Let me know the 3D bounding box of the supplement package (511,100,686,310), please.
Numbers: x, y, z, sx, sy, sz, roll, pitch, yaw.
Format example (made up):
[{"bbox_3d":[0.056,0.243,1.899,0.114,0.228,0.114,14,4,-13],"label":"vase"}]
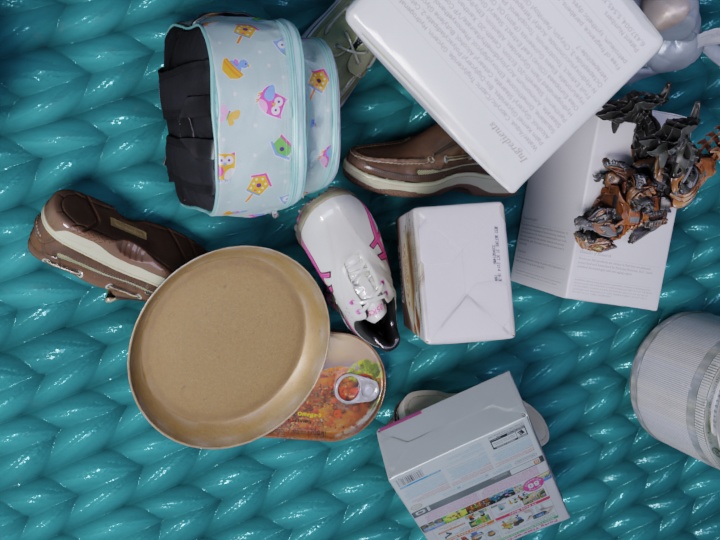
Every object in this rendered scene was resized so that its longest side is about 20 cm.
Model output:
[{"bbox_3d":[0.253,-0.072,1.068,0.118,0.121,0.203,7,96,-21],"label":"supplement package"}]

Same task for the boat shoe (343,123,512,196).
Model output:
[{"bbox_3d":[0.076,-0.121,1.007,0.200,0.075,0.076,-3,118,-31],"label":"boat shoe"}]

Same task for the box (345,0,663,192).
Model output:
[{"bbox_3d":[0.108,-0.205,0.851,0.171,0.199,0.200,-43,101,9],"label":"box"}]

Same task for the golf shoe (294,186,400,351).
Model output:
[{"bbox_3d":[0.000,0.000,0.949,0.072,0.092,0.201,-34,145,-7],"label":"golf shoe"}]

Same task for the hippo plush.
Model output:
[{"bbox_3d":[0.278,-0.285,1.016,0.198,0.159,0.163,-13,73,0],"label":"hippo plush"}]

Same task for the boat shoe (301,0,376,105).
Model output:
[{"bbox_3d":[-0.011,-0.227,0.974,0.072,0.062,0.201,32,87,-22],"label":"boat shoe"}]

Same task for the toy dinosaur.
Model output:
[{"bbox_3d":[0.286,-0.101,0.975,0.200,0.102,0.136,-47,134,-22],"label":"toy dinosaur"}]

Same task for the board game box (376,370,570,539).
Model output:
[{"bbox_3d":[0.118,0.209,1.026,0.146,0.065,0.201,-24,133,4],"label":"board game box"}]

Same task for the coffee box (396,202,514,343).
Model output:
[{"bbox_3d":[0.082,0.001,0.933,0.079,0.200,0.116,-5,90,-2],"label":"coffee box"}]

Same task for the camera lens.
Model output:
[{"bbox_3d":[0.409,0.138,1.118,0.158,0.200,0.162,-3,100,-20],"label":"camera lens"}]

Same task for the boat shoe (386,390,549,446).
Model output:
[{"bbox_3d":[0.115,0.172,1.086,0.198,0.072,0.060,8,137,-32],"label":"boat shoe"}]

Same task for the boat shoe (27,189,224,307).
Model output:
[{"bbox_3d":[-0.212,-0.004,0.938,0.201,0.075,0.075,30,122,-29],"label":"boat shoe"}]

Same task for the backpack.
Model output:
[{"bbox_3d":[-0.097,-0.133,0.873,0.151,0.200,0.178,-2,99,-12],"label":"backpack"}]

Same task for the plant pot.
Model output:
[{"bbox_3d":[-0.122,0.070,0.940,0.198,0.027,0.202,-11,113,-26],"label":"plant pot"}]

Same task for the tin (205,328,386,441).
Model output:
[{"bbox_3d":[-0.071,0.110,1.017,0.198,0.042,0.113,8,99,-21],"label":"tin"}]
